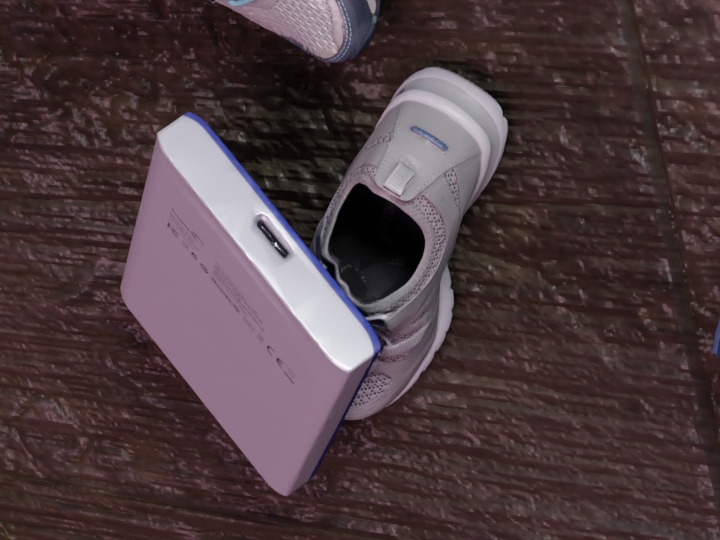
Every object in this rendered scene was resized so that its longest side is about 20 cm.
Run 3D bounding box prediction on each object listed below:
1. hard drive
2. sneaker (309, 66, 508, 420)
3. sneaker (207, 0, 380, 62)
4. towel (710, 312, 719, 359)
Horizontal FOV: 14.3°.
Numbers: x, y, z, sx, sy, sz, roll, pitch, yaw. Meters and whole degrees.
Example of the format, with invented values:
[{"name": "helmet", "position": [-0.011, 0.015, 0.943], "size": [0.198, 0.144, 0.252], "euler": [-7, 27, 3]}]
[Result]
[{"name": "hard drive", "position": [-0.054, 0.020, 1.295], "size": [0.132, 0.025, 0.200], "euler": [51, 161, 10]}, {"name": "sneaker", "position": [0.000, 0.000, 1.266], "size": [0.075, 0.082, 0.200], "euler": [29, 136, 13]}, {"name": "sneaker", "position": [-0.084, -0.146, 1.206], "size": [0.200, 0.086, 0.078], "euler": [39, 139, 4]}, {"name": "towel", "position": [0.202, -0.023, 1.124], "size": [0.111, 0.049, 0.201], "euler": [22, 134, 20]}]
